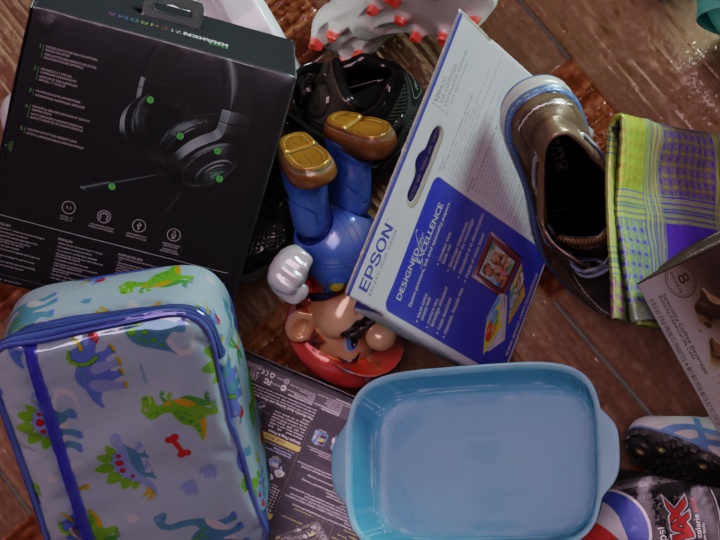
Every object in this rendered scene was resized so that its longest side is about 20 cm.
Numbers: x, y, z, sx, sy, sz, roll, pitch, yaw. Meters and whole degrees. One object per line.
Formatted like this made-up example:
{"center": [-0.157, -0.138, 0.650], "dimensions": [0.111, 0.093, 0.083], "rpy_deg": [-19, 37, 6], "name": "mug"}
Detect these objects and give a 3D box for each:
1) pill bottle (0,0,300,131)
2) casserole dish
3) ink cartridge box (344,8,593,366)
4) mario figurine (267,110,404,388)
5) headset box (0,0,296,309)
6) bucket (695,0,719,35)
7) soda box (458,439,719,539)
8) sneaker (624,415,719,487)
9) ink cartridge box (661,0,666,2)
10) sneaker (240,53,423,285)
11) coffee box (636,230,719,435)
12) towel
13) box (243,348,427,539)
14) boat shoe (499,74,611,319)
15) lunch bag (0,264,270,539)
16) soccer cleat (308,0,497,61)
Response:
{"center": [-0.145, -0.123, 1.251], "dimensions": [0.199, 0.116, 0.116], "rpy_deg": [-32, 77, 5], "name": "pill bottle"}
{"center": [0.078, 0.125, 1.153], "dimensions": [0.199, 0.039, 0.122], "rpy_deg": [-6, 76, 24], "name": "casserole dish"}
{"center": [0.067, -0.046, 1.181], "dimensions": [0.047, 0.200, 0.199], "rpy_deg": [16, 80, 41], "name": "ink cartridge box"}
{"center": [0.000, 0.000, 1.187], "dimensions": [0.122, 0.201, 0.106], "rpy_deg": [-6, 37, -1], "name": "mario figurine"}
{"center": [-0.145, -0.081, 1.149], "dimensions": [0.173, 0.093, 0.201], "rpy_deg": [13, 111, -8], "name": "headset box"}
{"center": [0.330, -0.191, 1.175], "dimensions": [0.207, 0.207, 0.135], "rpy_deg": [-35, 67, -1], "name": "bucket"}
{"center": [0.171, 0.164, 1.168], "dimensions": [0.199, 0.071, 0.064], "rpy_deg": [9, 82, 22], "name": "soda box"}
{"center": [0.279, 0.123, 1.192], "dimensions": [0.198, 0.072, 0.073], "rpy_deg": [8, 53, 12], "name": "sneaker"}
{"center": [0.214, -0.317, 1.270], "dimensions": [0.145, 0.083, 0.200], "rpy_deg": [-37, 78, -2], "name": "ink cartridge box"}
{"center": [-0.042, -0.079, 1.234], "dimensions": [0.199, 0.114, 0.076], "rpy_deg": [-38, 57, -1], "name": "sneaker"}
{"center": [0.274, 0.062, 1.081], "dimensions": [0.080, 0.113, 0.201], "rpy_deg": [-28, 89, -42], "name": "coffee box"}
{"center": [0.234, -0.025, 1.178], "dimensions": [0.023, 0.199, 0.145], "rpy_deg": [-11, 76, 46], "name": "towel"}
{"center": [-0.067, 0.148, 1.231], "dimensions": [0.199, 0.049, 0.162], "rpy_deg": [21, 81, 11], "name": "box"}
{"center": [0.147, -0.032, 1.175], "dimensions": [0.072, 0.200, 0.073], "rpy_deg": [-28, 34, 8], "name": "boat shoe"}
{"center": [-0.147, 0.103, 1.140], "dimensions": [0.159, 0.083, 0.201], "rpy_deg": [-7, 117, 6], "name": "lunch bag"}
{"center": [0.030, -0.194, 1.223], "dimensions": [0.069, 0.200, 0.078], "rpy_deg": [35, 69, -25], "name": "soccer cleat"}
